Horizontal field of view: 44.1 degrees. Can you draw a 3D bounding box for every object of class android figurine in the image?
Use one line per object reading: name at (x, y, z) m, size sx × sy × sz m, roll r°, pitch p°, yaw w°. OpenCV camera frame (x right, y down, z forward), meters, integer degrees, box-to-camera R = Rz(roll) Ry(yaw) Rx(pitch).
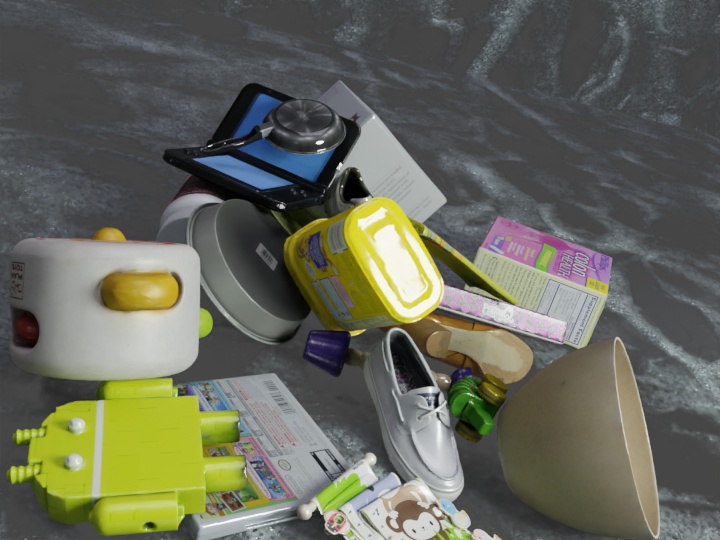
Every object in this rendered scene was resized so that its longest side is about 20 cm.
android figurine at (-0.203, 0.160, 0.782) m, size 0.200 × 0.041 × 0.182 m, roll 1°, pitch 32°, yaw -13°

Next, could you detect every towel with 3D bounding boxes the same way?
towel at (0.105, -0.013, 1.051) m, size 0.200 × 0.018 × 0.086 m, roll 34°, pitch -1°, yaw -40°

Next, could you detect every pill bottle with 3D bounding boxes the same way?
pill bottle at (-0.207, -0.064, 1.205) m, size 0.114 × 0.114 × 0.200 m, roll 15°, pitch 24°, yaw -4°

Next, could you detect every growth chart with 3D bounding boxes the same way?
growth chart at (0.055, 0.244, 0.812) m, size 0.200 × 0.018 × 0.145 m, roll 33°, pitch 29°, yaw 14°

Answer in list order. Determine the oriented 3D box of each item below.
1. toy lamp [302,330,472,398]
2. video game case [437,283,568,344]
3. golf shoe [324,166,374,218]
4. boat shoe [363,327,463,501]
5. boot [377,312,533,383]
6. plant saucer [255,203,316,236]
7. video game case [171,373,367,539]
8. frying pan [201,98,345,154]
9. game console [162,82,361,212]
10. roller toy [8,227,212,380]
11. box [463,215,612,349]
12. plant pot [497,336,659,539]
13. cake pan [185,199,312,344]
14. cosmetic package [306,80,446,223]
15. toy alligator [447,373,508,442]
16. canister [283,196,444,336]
toy lamp at (0.031, 0.113, 1.053) m, size 0.200 × 0.058 × 0.058 m, roll 14°, pitch 24°, yaw -5°
video game case at (0.151, 0.049, 1.193) m, size 0.200 × 0.036 × 0.181 m, roll 17°, pitch -2°, yaw -11°
golf shoe at (-0.002, -0.050, 1.185) m, size 0.078 × 0.097 × 0.200 m, roll -10°, pitch 54°, yaw -17°
boat shoe at (0.062, 0.147, 0.944) m, size 0.072 × 0.069 × 0.200 m, roll 3°, pitch 44°, yaw -22°
boot at (0.116, 0.084, 1.164) m, size 0.201 × 0.071 × 0.144 m, roll 17°, pitch 7°, yaw -34°
plant saucer at (-0.082, -0.049, 1.272) m, size 0.200 × 0.031 × 0.200 m, roll 43°, pitch 14°, yaw -13°
video game case at (-0.118, 0.172, 0.870) m, size 0.182 × 0.022 × 0.200 m, roll -2°, pitch 31°, yaw -37°
frying pan at (-0.114, -0.198, 1.195) m, size 0.190 × 0.031 × 0.115 m, roll 2°, pitch 45°, yaw -5°
game console at (-0.131, -0.172, 1.198) m, size 0.200 × 0.117 × 0.176 m, roll 24°, pitch 19°, yaw 20°
roller toy at (-0.252, 0.028, 0.880) m, size 0.182 × 0.140 × 0.200 m, roll 2°, pitch 3°, yaw 5°
box at (0.276, 0.013, 1.380) m, size 0.200 × 0.097 × 0.176 m, roll 22°, pitch 24°, yaw 10°
plant pot at (0.218, 0.179, 0.914) m, size 0.134 × 0.201 × 0.200 m, roll -13°, pitch 15°, yaw 21°
cake pan at (-0.128, -0.006, 1.092) m, size 0.200 × 0.037 × 0.200 m, roll 42°, pitch 29°, yaw -30°
cosmetic package at (-0.010, -0.146, 1.354) m, size 0.200 × 0.165 × 0.165 m, roll 46°, pitch 6°, yaw -35°
toy alligator at (0.126, 0.138, 0.985) m, size 0.054 × 0.059 × 0.200 m, roll 32°, pitch 11°, yaw 7°
canister at (0.000, 0.000, 1.029) m, size 0.087 × 0.149 × 0.200 m, roll -34°, pitch 7°, yaw -22°
